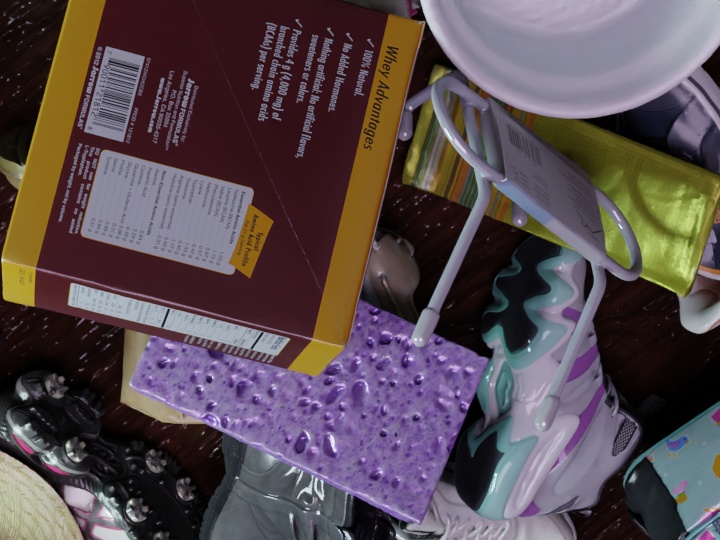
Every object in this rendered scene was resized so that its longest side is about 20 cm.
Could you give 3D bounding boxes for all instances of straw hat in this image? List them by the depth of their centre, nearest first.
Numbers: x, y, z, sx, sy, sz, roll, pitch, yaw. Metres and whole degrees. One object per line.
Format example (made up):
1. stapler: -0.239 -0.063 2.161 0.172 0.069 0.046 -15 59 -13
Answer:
1. straw hat: -0.289 0.200 1.580 0.200 0.085 0.202 9 131 11

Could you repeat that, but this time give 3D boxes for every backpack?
1. backpack: 0.299 0.143 1.559 0.200 0.153 0.176 -44 133 6

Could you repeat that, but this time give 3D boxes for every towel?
1. towel: 0.123 -0.056 1.472 0.199 0.018 0.087 23 121 17

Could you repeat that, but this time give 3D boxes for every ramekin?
1. ramekin: 0.123 -0.199 1.384 0.199 0.098 0.202 -3 114 -7

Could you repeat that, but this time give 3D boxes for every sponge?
1. sponge: -0.030 0.064 1.462 0.199 0.030 0.112 25 81 1

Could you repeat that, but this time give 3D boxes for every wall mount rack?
1. wall mount rack: 0.086 -0.016 1.377 0.074 0.175 0.200 -32 134 27

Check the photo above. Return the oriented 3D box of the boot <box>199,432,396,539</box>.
1. boot: -0.039 0.176 1.555 0.070 0.131 0.201 -24 135 -33

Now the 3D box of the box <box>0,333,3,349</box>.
1. box: -0.342 0.074 1.517 0.199 0.123 0.106 -24 119 11

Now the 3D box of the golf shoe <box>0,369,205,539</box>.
1. golf shoe: -0.180 0.149 1.609 0.088 0.077 0.200 -28 116 35

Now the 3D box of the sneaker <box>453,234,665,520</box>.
1. sneaker: 0.148 0.071 1.575 0.139 0.078 0.201 6 109 -28

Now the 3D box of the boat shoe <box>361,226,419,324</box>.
1. boat shoe: 0.000 0.000 1.527 0.068 0.075 0.201 -22 118 -14

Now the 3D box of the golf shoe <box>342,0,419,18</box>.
1. golf shoe: -0.026 -0.226 1.389 0.091 0.075 0.201 -11 119 8

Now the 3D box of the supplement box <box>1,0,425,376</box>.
1. supplement box: -0.088 -0.063 1.384 0.199 0.133 0.199 15 79 -6

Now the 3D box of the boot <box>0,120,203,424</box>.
1. boot: -0.143 0.005 1.521 0.174 0.066 0.201 2 121 -3

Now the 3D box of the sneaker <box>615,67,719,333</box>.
1. sneaker: 0.202 -0.047 1.485 0.079 0.078 0.201 -42 120 -22

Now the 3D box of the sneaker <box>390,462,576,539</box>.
1. sneaker: 0.060 0.164 1.613 0.199 0.081 0.075 26 114 -18
